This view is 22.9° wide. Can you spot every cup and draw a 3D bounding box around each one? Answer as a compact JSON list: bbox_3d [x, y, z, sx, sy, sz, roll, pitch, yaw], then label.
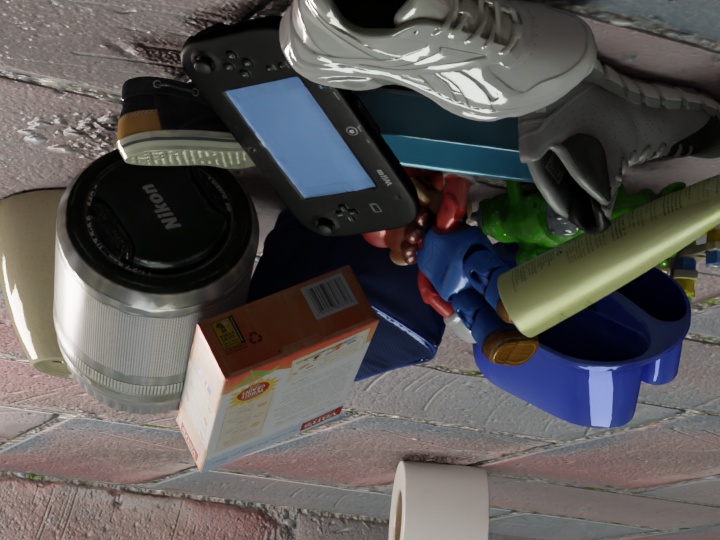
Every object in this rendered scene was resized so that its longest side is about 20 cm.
[{"bbox_3d":[-0.247,0.023,1.642,0.199,0.144,0.200,4,165,1],"label":"cup"}]

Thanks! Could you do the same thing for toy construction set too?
[{"bbox_3d":[0.248,0.013,1.609,0.131,0.092,0.200,4,154,-4],"label":"toy construction set"}]

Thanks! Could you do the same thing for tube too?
[{"bbox_3d":[0.192,-0.018,1.241,0.200,0.058,0.052,-30,141,18],"label":"tube"}]

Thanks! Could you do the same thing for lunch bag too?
[{"bbox_3d":[0.000,0.000,1.529,0.136,0.133,0.200,34,150,-27],"label":"lunch bag"}]

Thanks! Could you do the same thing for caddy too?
[{"bbox_3d":[0.178,0.039,1.475,0.200,0.141,0.105,25,136,34],"label":"caddy"}]

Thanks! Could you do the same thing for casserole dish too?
[{"bbox_3d":[0.068,-0.098,1.291,0.199,0.039,0.121,7,173,-3],"label":"casserole dish"}]

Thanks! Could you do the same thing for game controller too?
[{"bbox_3d":[-0.038,-0.096,1.219,0.104,0.042,0.200,1,141,39],"label":"game controller"}]

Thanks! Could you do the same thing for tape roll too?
[{"bbox_3d":[0.125,0.412,2.859,0.139,0.204,0.203,5,165,-6],"label":"tape roll"}]

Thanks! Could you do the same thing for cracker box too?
[{"bbox_3d":[-0.071,0.083,1.435,0.134,0.058,0.200,-21,158,-21],"label":"cracker box"}]

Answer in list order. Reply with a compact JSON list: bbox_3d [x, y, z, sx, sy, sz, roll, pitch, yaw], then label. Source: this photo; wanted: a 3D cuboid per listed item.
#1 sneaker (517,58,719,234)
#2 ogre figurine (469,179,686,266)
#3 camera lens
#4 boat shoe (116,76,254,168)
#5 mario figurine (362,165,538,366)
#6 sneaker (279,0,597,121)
[{"bbox_3d":[0.180,-0.075,1.234,0.199,0.116,0.075,14,161,-31],"label":"sneaker"},{"bbox_3d":[0.168,-0.044,1.405,0.119,0.099,0.200,-3,-159,-25],"label":"ogre figurine"},{"bbox_3d":[-0.170,0.007,1.451,0.159,0.160,0.200,6,145,-8],"label":"camera lens"},{"bbox_3d":[-0.098,-0.109,1.287,0.074,0.063,0.200,-16,171,39],"label":"boat shoe"},{"bbox_3d":[0.085,-0.021,1.390,0.123,0.200,0.106,-47,144,9],"label":"mario figurine"},{"bbox_3d":[0.051,-0.147,1.086,0.199,0.078,0.099,4,161,-5],"label":"sneaker"}]
